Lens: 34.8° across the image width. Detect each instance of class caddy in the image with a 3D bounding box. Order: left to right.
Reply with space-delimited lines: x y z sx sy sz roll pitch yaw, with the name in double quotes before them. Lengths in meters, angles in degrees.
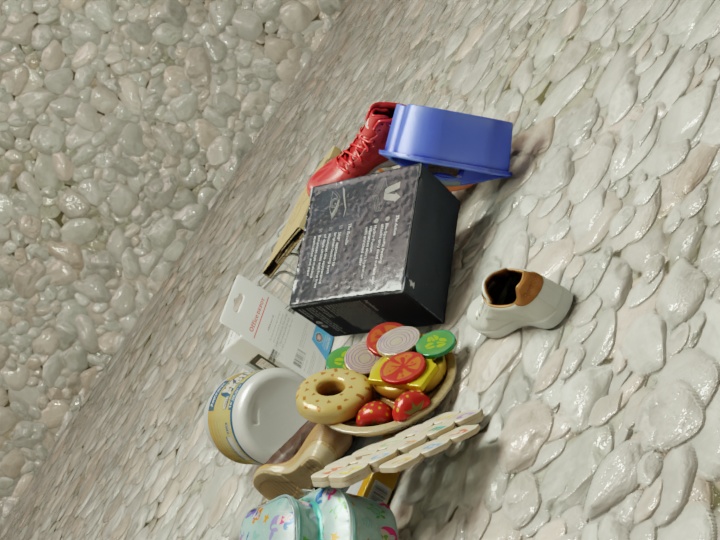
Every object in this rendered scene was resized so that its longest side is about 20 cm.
"caddy" 0.126 -0.174 1.651 0.141 0.197 0.107 -148 67 -76

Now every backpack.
"backpack" -0.050 0.339 1.310 0.199 0.150 0.180 -28 45 40

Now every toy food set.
"toy food set" 0.028 0.136 1.470 0.198 0.049 0.198 2 36 36

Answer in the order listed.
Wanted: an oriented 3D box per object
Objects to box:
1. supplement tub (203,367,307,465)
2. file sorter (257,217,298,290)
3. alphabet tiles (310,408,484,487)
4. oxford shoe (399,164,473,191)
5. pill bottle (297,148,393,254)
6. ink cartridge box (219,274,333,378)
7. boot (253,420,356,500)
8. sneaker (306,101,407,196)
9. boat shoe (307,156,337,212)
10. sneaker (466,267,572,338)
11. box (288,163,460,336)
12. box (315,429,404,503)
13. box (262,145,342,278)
"supplement tub" -0.158 0.229 1.789 0.146 0.144 0.199 -62 19 -20
"file sorter" -0.103 -0.004 2.094 0.139 0.124 0.201 -40 23 40
"alphabet tiles" 0.043 0.201 1.312 0.198 0.015 0.195 -21 1 -27
"oxford shoe" 0.079 -0.149 1.746 0.071 0.198 0.074 19 119 60
"pill bottle" -0.023 -0.098 1.989 0.202 0.113 0.114 -62 18 -13
"ink cartridge box" -0.150 0.111 1.887 0.067 0.199 0.117 -40 22 41
"boot" -0.055 0.227 1.560 0.200 0.072 0.167 -38 13 49
"sneaker" -0.004 -0.190 1.729 0.199 0.116 0.078 -34 55 -11
"boat shoe" -0.045 -0.087 1.779 0.071 0.068 0.203 -2 76 20
"sneaker" 0.169 0.028 1.370 0.073 0.084 0.200 -63 17 -18
"box" 0.022 -0.024 1.629 0.198 0.117 0.199 -9 59 35
"box" -0.011 0.269 1.501 0.200 0.041 0.120 -28 33 62
"box" -0.101 -0.100 1.985 0.164 0.021 0.201 -48 16 49
